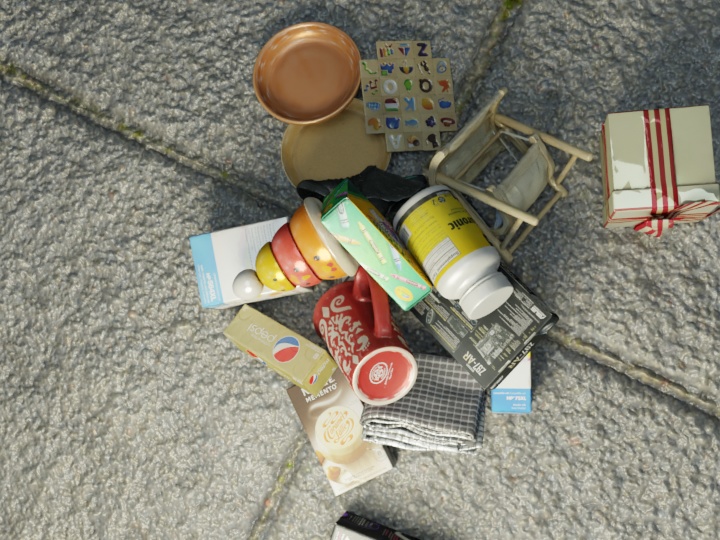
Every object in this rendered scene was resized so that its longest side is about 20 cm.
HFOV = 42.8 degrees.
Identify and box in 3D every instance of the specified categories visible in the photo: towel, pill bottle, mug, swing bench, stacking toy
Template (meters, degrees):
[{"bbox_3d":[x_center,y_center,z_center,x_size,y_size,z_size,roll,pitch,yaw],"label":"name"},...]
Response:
[{"bbox_3d":[0.110,0.216,1.517,0.200,0.166,0.086,6,129,10],"label":"towel"},{"bbox_3d":[0.146,-0.026,1.424,0.111,0.111,0.200,-36,68,4],"label":"pill bottle"},{"bbox_3d":[0.003,0.103,1.485,0.133,0.200,0.178,-23,122,-5],"label":"mug"},{"bbox_3d":[0.237,-0.161,1.514,0.200,0.130,0.199,39,59,10],"label":"swing bench"},{"bbox_3d":[-0.117,-0.011,1.480,0.200,0.146,0.146,-32,82,7],"label":"stacking toy"}]

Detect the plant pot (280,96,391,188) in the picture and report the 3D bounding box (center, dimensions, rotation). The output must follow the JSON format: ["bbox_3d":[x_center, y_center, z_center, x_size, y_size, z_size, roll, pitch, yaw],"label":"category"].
[{"bbox_3d":[-0.042,-0.213,1.633,0.200,0.027,0.200,-2,76,8],"label":"plant pot"}]

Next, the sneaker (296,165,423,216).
[{"bbox_3d":[-0.001,-0.135,1.544,0.200,0.060,0.104,22,62,24],"label":"sneaker"}]

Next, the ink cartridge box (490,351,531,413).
[{"bbox_3d":[0.251,0.134,1.534,0.067,0.116,0.200,0,86,8],"label":"ink cartridge box"}]

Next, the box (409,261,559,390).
[{"bbox_3d":[0.192,0.066,1.473,0.160,0.044,0.200,-51,62,12],"label":"box"}]

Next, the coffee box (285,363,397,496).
[{"bbox_3d":[-0.033,0.269,1.582,0.114,0.080,0.200,-28,83,5],"label":"coffee box"}]

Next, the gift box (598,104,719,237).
[{"bbox_3d":[0.494,-0.155,1.489,0.200,0.185,0.187,-3,83,14],"label":"gift box"}]

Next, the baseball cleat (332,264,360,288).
[{"bbox_3d":[0.000,0.000,1.577,0.106,0.070,0.200,-2,109,19],"label":"baseball cleat"}]

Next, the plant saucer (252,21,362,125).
[{"bbox_3d":[-0.093,-0.348,1.644,0.200,0.037,0.201,-3,74,9],"label":"plant saucer"}]

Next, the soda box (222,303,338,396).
[{"bbox_3d":[-0.139,0.134,1.570,0.200,0.064,0.068,27,73,34],"label":"soda box"}]

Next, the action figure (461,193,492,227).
[{"bbox_3d":[0.130,-0.037,1.565,0.200,0.119,0.102,-45,43,-4],"label":"action figure"}]

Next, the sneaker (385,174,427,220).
[{"bbox_3d":[0.035,-0.098,1.613,0.200,0.074,0.088,-23,95,16],"label":"sneaker"}]

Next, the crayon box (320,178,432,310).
[{"bbox_3d":[0.024,-0.042,1.438,0.058,0.119,0.200,-40,105,13],"label":"crayon box"}]

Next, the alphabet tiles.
[{"bbox_3d":[0.085,-0.308,1.619,0.166,0.006,0.200,-4,84,-12],"label":"alphabet tiles"}]

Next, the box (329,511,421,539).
[{"bbox_3d":[0.041,0.495,1.533,0.200,0.122,0.106,18,88,9],"label":"box"}]

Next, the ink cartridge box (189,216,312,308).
[{"bbox_3d":[-0.174,-0.013,1.598,0.200,0.129,0.125,-11,85,7],"label":"ink cartridge box"}]
